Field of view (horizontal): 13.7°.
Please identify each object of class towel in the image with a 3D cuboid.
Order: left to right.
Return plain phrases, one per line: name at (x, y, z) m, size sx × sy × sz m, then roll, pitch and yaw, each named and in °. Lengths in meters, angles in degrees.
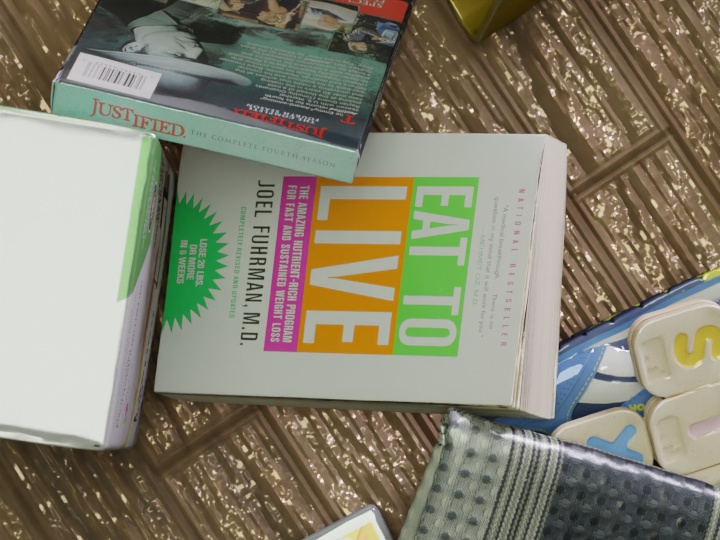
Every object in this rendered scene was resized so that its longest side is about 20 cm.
towel at (0.096, 0.182, 1.432) m, size 0.192 × 0.035 × 0.201 m, roll 17°, pitch 99°, yaw -12°

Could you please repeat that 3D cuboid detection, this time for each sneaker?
sneaker at (0.135, 0.061, 1.466) m, size 0.199 × 0.074 × 0.082 m, roll -25°, pitch 90°, yaw 2°

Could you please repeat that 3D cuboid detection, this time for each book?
book at (0.000, 0.000, 1.454) m, size 0.199 × 0.048 × 0.134 m, roll 1°, pitch 81°, yaw 29°

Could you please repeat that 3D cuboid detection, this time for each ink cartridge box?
ink cartridge box at (-0.140, 0.009, 1.412) m, size 0.084 × 0.200 × 0.145 m, roll 9°, pitch 87°, yaw 0°

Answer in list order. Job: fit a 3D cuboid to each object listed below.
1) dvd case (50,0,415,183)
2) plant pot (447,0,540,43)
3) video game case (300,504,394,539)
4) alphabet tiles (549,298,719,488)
dvd case at (-0.056, -0.111, 1.440) m, size 0.145 × 0.200 × 0.022 m, roll 13°, pitch 120°, yaw 2°
plant pot at (0.098, -0.257, 1.448) m, size 0.176 × 0.200 × 0.200 m, roll -27°, pitch 84°, yaw -10°
video game case at (-0.028, 0.245, 1.475) m, size 0.182 × 0.023 × 0.200 m, roll -27°, pitch 83°, yaw -1°
alphabet tiles at (0.193, 0.104, 1.444) m, size 0.195 × 0.015 × 0.201 m, roll -16°, pitch 107°, yaw -7°
